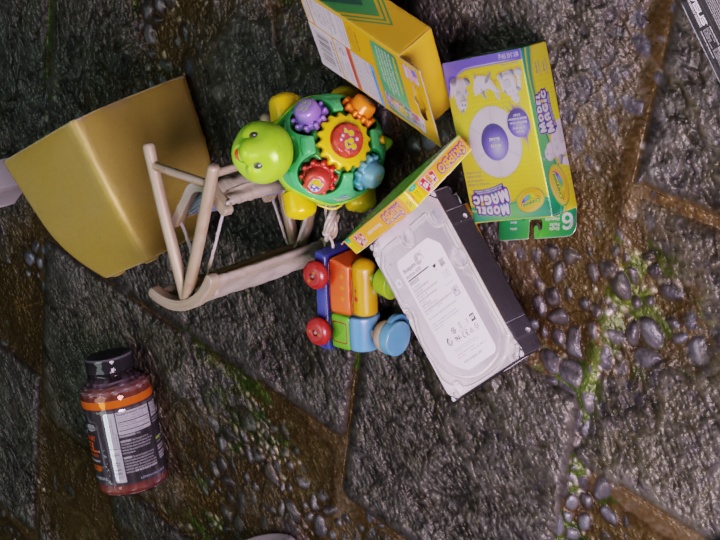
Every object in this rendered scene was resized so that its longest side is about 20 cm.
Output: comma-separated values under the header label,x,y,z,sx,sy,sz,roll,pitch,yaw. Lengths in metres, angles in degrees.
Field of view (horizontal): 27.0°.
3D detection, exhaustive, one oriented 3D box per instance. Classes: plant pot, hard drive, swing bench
label,x,y,z,sx,sy,sz,roll,pitch,yaw
plant pot,-0.307,-0.108,1.955,0.193,0.195,0.202,-19,98,48
hard drive,0.099,0.027,1.623,0.140,0.038,0.201,-39,75,49
swing bench,-0.141,-0.063,1.782,0.129,0.198,0.202,19,119,40

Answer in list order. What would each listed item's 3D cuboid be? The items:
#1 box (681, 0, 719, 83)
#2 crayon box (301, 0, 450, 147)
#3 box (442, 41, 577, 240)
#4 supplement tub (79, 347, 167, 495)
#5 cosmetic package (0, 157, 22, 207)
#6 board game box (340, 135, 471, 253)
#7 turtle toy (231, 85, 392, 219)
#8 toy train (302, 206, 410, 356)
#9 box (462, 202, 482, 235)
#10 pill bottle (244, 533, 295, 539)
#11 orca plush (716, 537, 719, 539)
label,x,y,z,sx,sy,sz,roll,pitch,yaw
box,0.390,-0.183,1.258,0.163,0.086,0.202,-31,82,48
crayon box,0.025,-0.232,1.605,0.200,0.051,0.126,40,163,33
box,0.156,-0.128,1.558,0.117,0.048,0.202,-4,103,48
supplement tub,-0.348,0.217,2.179,0.106,0.106,0.202,2,105,46
cosmetic package,-0.597,-0.117,2.243,0.082,0.199,0.051,-35,78,47
board game box,0.045,-0.077,1.625,0.030,0.096,0.200,47,155,-6
turtle toy,-0.052,-0.134,1.666,0.101,0.198,0.147,164,97,-67
toy train,0.000,0.000,1.747,0.115,0.084,0.202,13,114,37
box,0.104,0.019,1.675,0.119,0.041,0.202,-30,80,48
pill bottle,-0.116,0.467,2.026,0.109,0.109,0.202,-6,100,47
orca plush,0.351,0.346,1.513,0.105,0.071,0.201,45,133,25
